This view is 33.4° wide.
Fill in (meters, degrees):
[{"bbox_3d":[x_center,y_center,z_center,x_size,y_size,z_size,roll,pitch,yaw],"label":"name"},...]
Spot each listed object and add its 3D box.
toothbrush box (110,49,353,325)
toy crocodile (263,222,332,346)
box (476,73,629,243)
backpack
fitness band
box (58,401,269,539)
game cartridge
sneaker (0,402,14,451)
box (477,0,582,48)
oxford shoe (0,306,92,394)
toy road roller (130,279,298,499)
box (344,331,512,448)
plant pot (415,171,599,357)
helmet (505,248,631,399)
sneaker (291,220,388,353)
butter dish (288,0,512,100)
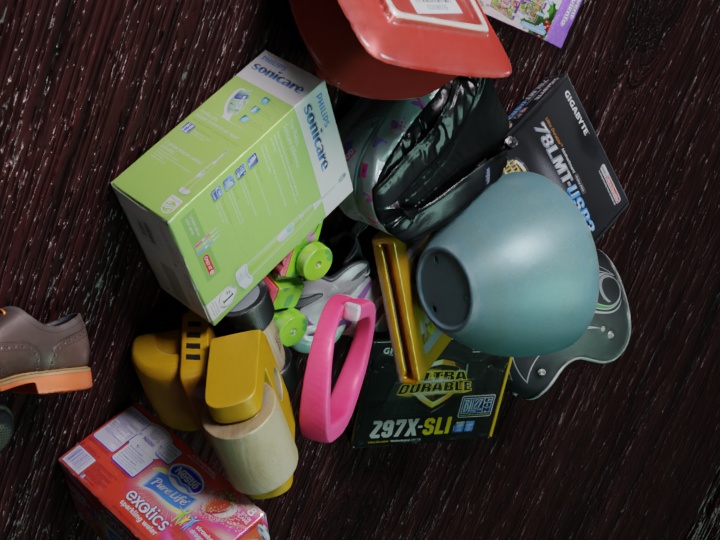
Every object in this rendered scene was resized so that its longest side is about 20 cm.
[{"bbox_3d":[-0.110,-0.076,1.097,0.200,0.086,0.147,-44,145,-21],"label":"toothbrush box"},{"bbox_3d":[-0.082,0.012,1.217,0.061,0.067,0.203,-6,125,-46],"label":"toy crocodile"},{"bbox_3d":[0.230,-0.104,1.484,0.198,0.049,0.202,-43,116,-28],"label":"box"},{"bbox_3d":[0.055,-0.129,1.245,0.201,0.126,0.168,-49,134,-15],"label":"backpack"},{"bbox_3d":[-0.021,0.099,1.219,0.200,0.037,0.146,-1,103,-80],"label":"fitness band"},{"bbox_3d":[-0.184,0.231,1.136,0.099,0.199,0.096,-37,143,-29],"label":"box"},{"bbox_3d":[0.081,0.005,1.374,0.200,0.032,0.179,-43,128,-52],"label":"game cartridge"},{"bbox_3d":[-0.347,0.186,0.962,0.198,0.113,0.077,-31,140,-39],"label":"sneaker"},{"bbox_3d":[0.133,-0.312,1.135,0.039,0.199,0.139,6,112,-55],"label":"box"},{"bbox_3d":[-0.310,0.067,0.977,0.198,0.070,0.074,2,86,-51],"label":"oxford shoe"},{"bbox_3d":[-0.138,0.115,1.120,0.143,0.202,0.124,-13,129,6],"label":"toy road roller"},{"bbox_3d":[0.085,0.139,1.494,0.196,0.050,0.162,-1,122,-21],"label":"box"},{"bbox_3d":[0.138,0.005,1.284,0.133,0.200,0.203,-15,128,-36],"label":"plant pot"},{"bbox_3d":[0.241,0.063,1.591,0.187,0.201,0.203,-11,130,-16],"label":"helmet"},{"bbox_3d":[0.000,0.000,1.316,0.199,0.077,0.142,-23,134,-43],"label":"sneaker"},{"bbox_3d":[0.007,-0.227,1.086,0.198,0.202,0.148,-3,150,-45],"label":"butter dish"}]
